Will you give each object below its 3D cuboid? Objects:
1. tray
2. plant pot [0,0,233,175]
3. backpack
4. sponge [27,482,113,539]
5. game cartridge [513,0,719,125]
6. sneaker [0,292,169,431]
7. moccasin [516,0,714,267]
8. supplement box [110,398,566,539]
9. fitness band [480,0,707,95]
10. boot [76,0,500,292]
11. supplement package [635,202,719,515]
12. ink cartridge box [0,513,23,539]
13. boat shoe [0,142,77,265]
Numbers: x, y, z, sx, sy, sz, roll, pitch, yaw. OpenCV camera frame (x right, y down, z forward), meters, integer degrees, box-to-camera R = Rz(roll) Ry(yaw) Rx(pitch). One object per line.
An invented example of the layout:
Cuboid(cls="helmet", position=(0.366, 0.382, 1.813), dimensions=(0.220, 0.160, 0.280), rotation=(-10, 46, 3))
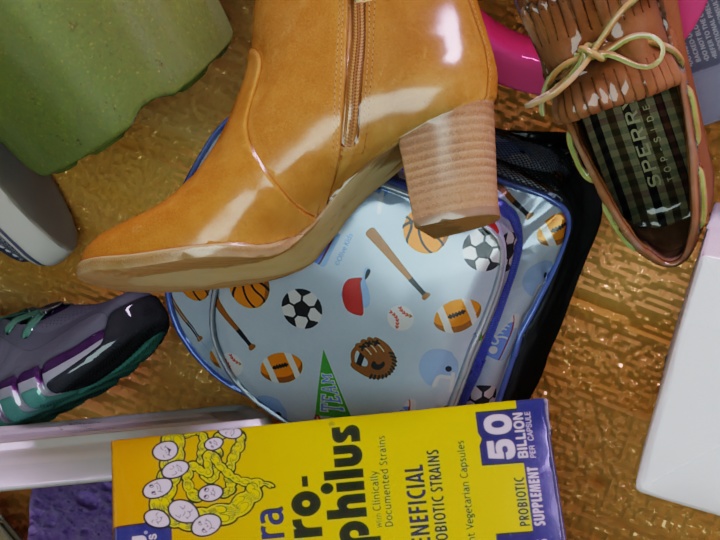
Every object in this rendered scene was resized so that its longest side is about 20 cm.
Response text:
Cuboid(cls="tray", position=(-0.127, 0.085, 1.177), dimensions=(0.200, 0.107, 0.022), rotation=(-4, 93, -13))
Cuboid(cls="plant pot", position=(-0.164, -0.154, 1.191), dimensions=(0.200, 0.200, 0.190), rotation=(-32, 105, 12))
Cuboid(cls="backpack", position=(0.000, 0.000, 1.195), dimensions=(0.190, 0.154, 0.200), rotation=(25, 105, 16))
Cuboid(cls="sponge", position=(-0.066, 0.143, 1.218), dimensions=(0.199, 0.112, 0.030), rotation=(-4, 123, -3))
Cuboid(cls="game cartridge", position=(0.134, -0.156, 1.164), dimensions=(0.133, 0.042, 0.200), rotation=(-16, 121, 15))
Cuboid(cls="sneaker", position=(-0.186, 0.042, 1.246), dimensions=(0.200, 0.074, 0.088), rotation=(-32, 82, 32))
Cuboid(cls="moccasin", position=(0.111, -0.089, 1.101), dimensions=(0.073, 0.078, 0.202), rotation=(-11, 123, 10))
Cuboid(cls="supplement box", position=(-0.007, 0.139, 1.107), dimensions=(0.199, 0.109, 0.110), rotation=(-6, 141, 0))
Cuboid(cls="fitness band", position=(0.074, -0.166, 1.117), dimensions=(0.144, 0.037, 0.200), rotation=(-36, 115, 21))
Cuboid(cls="boot", position=(-0.038, -0.074, 1.093), dimensions=(0.201, 0.071, 0.144), rotation=(-12, 78, 8))
Cuboid(cls="supplement package", position=(0.199, 0.045, 1.134), dimensions=(0.114, 0.200, 0.110), rotation=(16, 100, 8))
Cuboid(cls="ink cartridge box", position=(-0.194, 0.245, 1.266), dimensions=(0.165, 0.075, 0.200), rotation=(-40, 89, -13))
Cuboid(cls="boat shoe", position=(-0.241, -0.061, 1.250), dimensions=(0.093, 0.075, 0.200), rotation=(-38, 104, 17))
